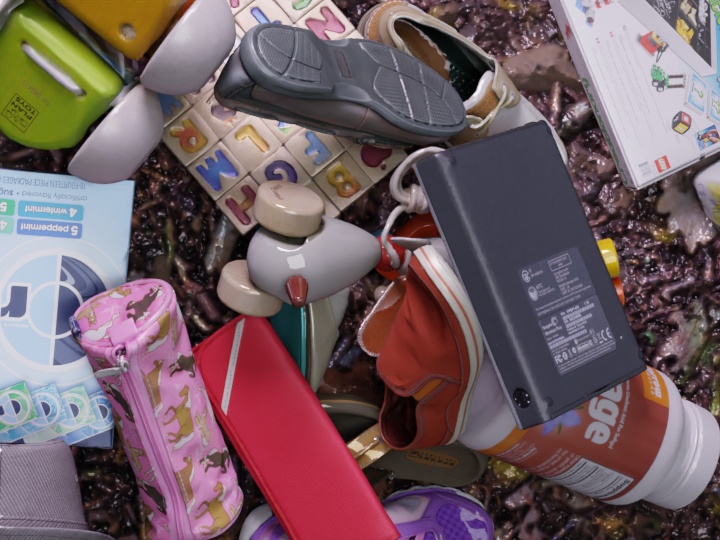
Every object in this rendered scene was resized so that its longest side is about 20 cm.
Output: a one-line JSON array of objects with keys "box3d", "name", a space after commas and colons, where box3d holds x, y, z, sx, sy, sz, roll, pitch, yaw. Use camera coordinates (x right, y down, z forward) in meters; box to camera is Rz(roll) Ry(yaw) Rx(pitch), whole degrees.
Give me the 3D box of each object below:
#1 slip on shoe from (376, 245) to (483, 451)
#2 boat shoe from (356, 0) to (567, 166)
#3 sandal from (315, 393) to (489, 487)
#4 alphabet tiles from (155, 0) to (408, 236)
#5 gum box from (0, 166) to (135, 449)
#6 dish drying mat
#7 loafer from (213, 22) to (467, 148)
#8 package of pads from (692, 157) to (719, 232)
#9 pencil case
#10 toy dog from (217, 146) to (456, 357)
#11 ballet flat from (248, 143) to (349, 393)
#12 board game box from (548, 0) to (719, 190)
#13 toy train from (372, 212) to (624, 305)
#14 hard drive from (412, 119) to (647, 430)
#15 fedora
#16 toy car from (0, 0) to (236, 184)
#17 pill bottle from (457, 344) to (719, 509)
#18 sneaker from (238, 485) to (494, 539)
[{"box3d": [0.044, 0.062, 1.355, 0.061, 0.074, 0.201, -22, 144, -20], "name": "slip on shoe"}, {"box3d": [0.082, -0.127, 1.454, 0.200, 0.068, 0.075, 37, 86, -13], "name": "boat shoe"}, {"box3d": [0.006, 0.141, 1.451, 0.199, 0.080, 0.054, 13, 48, -17], "name": "sandal"}, {"box3d": [-0.066, -0.127, 1.416, 0.166, 0.006, 0.200, -39, 82, -10], "name": "alphabet tiles"}, {"box3d": [-0.259, 0.025, 1.401, 0.169, 0.045, 0.201, 4, 94, -14], "name": "gum box"}, {"box3d": [-0.053, 0.128, 1.400, 0.077, 0.018, 0.201, -34, 81, 16], "name": "dish drying mat"}, {"box3d": [-0.015, -0.126, 1.365, 0.199, 0.063, 0.072, 13, 53, -37], "name": "loafer"}, {"box3d": [0.356, -0.074, 1.454, 0.154, 0.200, 0.068, -32, 103, -8], "name": "package of pads"}, {"box3d": [-0.145, 0.106, 1.386, 0.086, 0.083, 0.201, -37, 125, -33], "name": "pencil case"}, {"box3d": [0.000, 0.000, 1.361, 0.199, 0.096, 0.132, -12, 128, -15], "name": "toy dog"}, {"box3d": [-0.040, -0.001, 1.443, 0.069, 0.069, 0.201, -11, 97, -12], "name": "ballet flat"}, {"box3d": [0.230, -0.180, 1.501, 0.126, 0.035, 0.201, -25, 100, -9], "name": "board game box"}, {"box3d": [0.108, -0.007, 1.483, 0.200, 0.056, 0.150, 32, 114, -23], "name": "toy train"}, {"box3d": [0.124, -0.001, 1.365, 0.139, 0.033, 0.201, -20, 87, -48], "name": "hard drive"}, {"box3d": [-0.258, 0.161, 1.351, 0.176, 0.200, 0.091, 2, 78, -2], "name": "fedora"}, {"box3d": [-0.184, -0.176, 1.346, 0.175, 0.150, 0.200, 39, 115, -6], "name": "toy car"}, {"box3d": [0.175, 0.113, 1.467, 0.199, 0.112, 0.113, 23, 89, -25], "name": "pill bottle"}, {"box3d": [0.011, 0.214, 1.458, 0.199, 0.088, 0.081, -4, 94, -14], "name": "sneaker"}]
